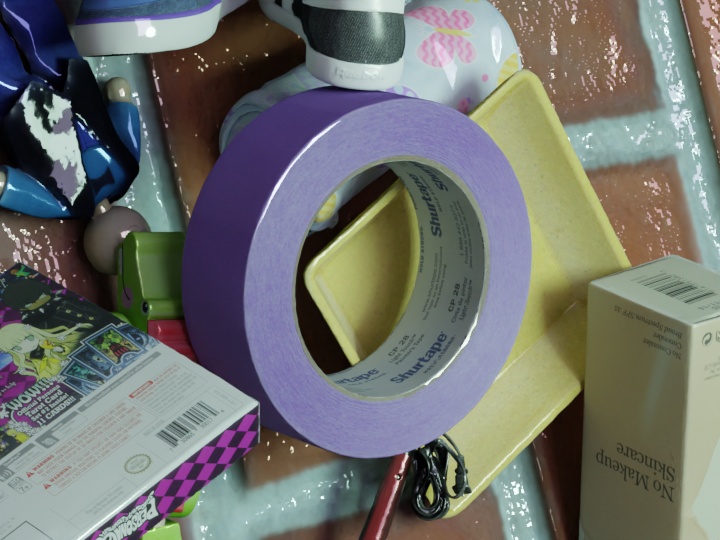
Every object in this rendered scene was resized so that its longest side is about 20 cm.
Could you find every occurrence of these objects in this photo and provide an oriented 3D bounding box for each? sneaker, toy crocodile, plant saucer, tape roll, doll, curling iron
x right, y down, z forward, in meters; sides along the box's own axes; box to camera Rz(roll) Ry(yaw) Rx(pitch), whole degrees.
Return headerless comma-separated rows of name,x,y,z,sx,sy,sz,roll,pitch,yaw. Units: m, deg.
sneaker,-0.115,-0.208,1.530,0.200,0.080,0.147,-45,131,-64
toy crocodile,-0.114,0.078,1.516,0.067,0.062,0.201,5,88,-36
plant saucer,0.062,0.012,1.643,0.200,0.048,0.201,-43,122,-23
tape roll,0.000,0.000,1.523,0.199,0.065,0.201,-8,104,-36
doll,-0.175,-0.085,1.524,0.136,0.048,0.201,-41,111,-42
sneaker,-0.007,-0.185,1.568,0.073,0.200,0.113,3,112,-16
curling iron,0.007,0.183,1.584,0.201,0.049,0.026,-63,162,-9

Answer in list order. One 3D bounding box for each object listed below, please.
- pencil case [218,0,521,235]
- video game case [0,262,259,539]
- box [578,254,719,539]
pencil case,0.009,-0.098,1.642,0.200,0.083,0.091,-34,81,-38
video game case,-0.183,0.090,1.412,0.200,0.181,0.036,-38,143,-36
box,0.193,0.103,1.683,0.077,0.095,0.201,-17,116,-37
